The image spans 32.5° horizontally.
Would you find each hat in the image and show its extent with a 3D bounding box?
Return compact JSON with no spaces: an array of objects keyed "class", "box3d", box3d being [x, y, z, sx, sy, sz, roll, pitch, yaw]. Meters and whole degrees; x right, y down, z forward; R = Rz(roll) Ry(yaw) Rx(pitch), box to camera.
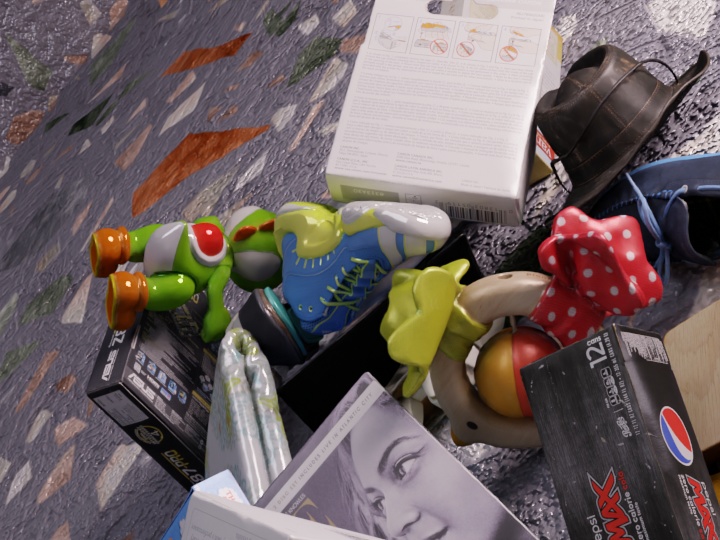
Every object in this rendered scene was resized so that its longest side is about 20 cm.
[{"class":"hat","box3d":[0.184,-0.122,0.967,0.201,0.081,0.201,-50,0,0]}]

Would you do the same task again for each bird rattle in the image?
[{"class":"bird rattle","box3d":[0.114,0.045,0.863,0.196,0.166,0.113,-12,22,2]}]

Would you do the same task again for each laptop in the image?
[{"class":"laptop","box3d":[0.006,0.040,1.035,0.186,0.116,0.200,-39,27,-3]}]

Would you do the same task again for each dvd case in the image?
[{"class":"dvd case","box3d":[0.025,0.190,0.821,0.200,0.016,0.149,42,92,22]}]

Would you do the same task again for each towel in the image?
[{"class":"towel","box3d":[-0.085,0.176,0.976,0.173,0.047,0.202,107,154,-47]}]

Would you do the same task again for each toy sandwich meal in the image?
[{"class":"toy sandwich meal","box3d":[0.210,0.087,0.750,0.204,0.070,0.207,-36,30,25]}]

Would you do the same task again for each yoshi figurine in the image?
[{"class":"yoshi figurine","box3d":[-0.134,-0.003,1.088,0.197,0.114,0.112,-12,17,-22]}]

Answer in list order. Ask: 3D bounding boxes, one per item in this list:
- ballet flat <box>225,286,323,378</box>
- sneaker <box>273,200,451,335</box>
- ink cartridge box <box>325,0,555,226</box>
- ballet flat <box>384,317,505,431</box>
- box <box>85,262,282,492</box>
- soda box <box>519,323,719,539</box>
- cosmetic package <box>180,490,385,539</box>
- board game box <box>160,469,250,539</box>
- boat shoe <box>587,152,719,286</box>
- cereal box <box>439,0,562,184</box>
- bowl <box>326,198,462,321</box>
[{"class":"ballet flat","box3d":[-0.077,0.060,1.054,0.073,0.073,0.200,-49,-8,0]},{"class":"sneaker","box3d":[0.000,0.000,0.963,0.199,0.075,0.107,5,93,57]},{"class":"ink cartridge box","box3d":[0.070,-0.141,1.018,0.158,0.050,0.203,8,62,13]},{"class":"ballet flat","box3d":[0.051,0.103,0.979,0.200,0.067,0.064,-49,27,18]},{"class":"box","box3d":[-0.154,0.105,1.132,0.049,0.200,0.163,-18,40,28]},{"class":"soda box","box3d":[0.156,0.137,0.676,0.070,0.063,0.203,-29,65,34]},{"class":"cosmetic package","box3d":[-0.015,0.253,0.689,0.122,0.197,0.203,4,76,57]},{"class":"board game box","box3d":[-0.096,0.252,0.864,0.036,0.152,0.201,-22,-22,-37]},{"class":"boat shoe","box3d":[0.233,-0.041,0.859,0.199,0.084,0.069,-23,25,45]},{"class":"cereal box","box3d":[0.129,-0.193,1.143,0.039,0.144,0.202,-27,34,35]},{"class":"bowl","box3d":[0.028,-0.051,1.090,0.201,0.090,0.201,-44,2,2]}]
